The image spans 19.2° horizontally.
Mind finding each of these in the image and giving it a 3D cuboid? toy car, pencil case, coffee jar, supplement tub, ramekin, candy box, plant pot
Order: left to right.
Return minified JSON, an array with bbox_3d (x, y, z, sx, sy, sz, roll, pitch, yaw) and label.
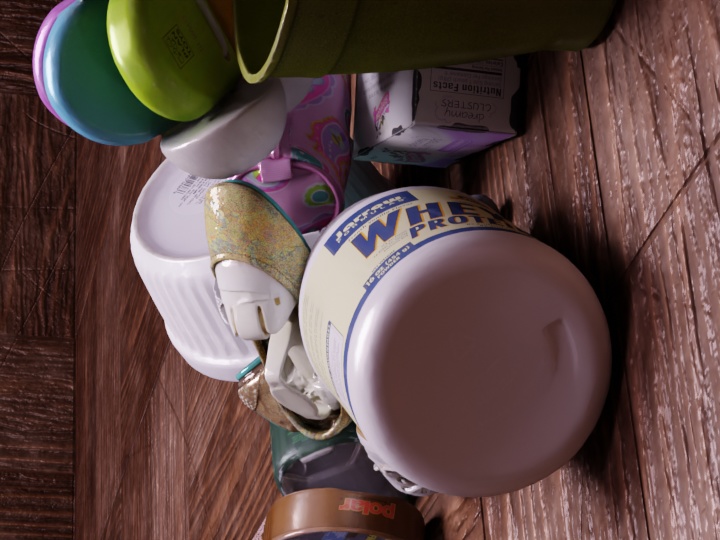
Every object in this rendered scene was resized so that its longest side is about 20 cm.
[{"bbox_3d":[-0.130,-0.143,1.312,0.175,0.150,0.200,60,-159,-18],"label":"toy car"},{"bbox_3d":[-0.071,-0.028,1.532,0.105,0.200,0.200,57,-168,-37],"label":"ramekin"},{"bbox_3d":[-0.047,-0.106,1.444,0.200,0.087,0.088,-86,10,-47],"label":"pencil case"},{"bbox_3d":[-0.023,0.088,1.547,0.200,0.085,0.104,-101,-16,-46],"label":"coffee jar"},{"bbox_3d":[0.042,-0.196,1.182,0.200,0.192,0.201,-176,90,-76],"label":"plant pot"},{"bbox_3d":[0.051,-0.176,1.390,0.168,0.071,0.201,164,110,-76],"label":"candy box"},{"bbox_3d":[0.045,0.032,1.197,0.200,0.145,0.145,-137,52,-72],"label":"supplement tub"}]

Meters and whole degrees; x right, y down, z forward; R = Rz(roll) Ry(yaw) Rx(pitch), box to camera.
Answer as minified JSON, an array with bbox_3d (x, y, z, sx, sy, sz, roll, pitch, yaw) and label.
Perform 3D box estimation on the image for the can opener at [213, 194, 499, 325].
[{"bbox_3d":[0.000,0.000,1.375,0.067,0.199,0.053,46,-143,-58],"label":"can opener"}]

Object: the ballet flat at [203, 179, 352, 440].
[{"bbox_3d":[-0.049,0.032,1.314,0.071,0.071,0.200,-101,-12,-48],"label":"ballet flat"}]

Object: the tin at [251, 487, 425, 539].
[{"bbox_3d":[-0.020,0.202,1.487,0.200,0.112,0.042,120,160,-59],"label":"tin"}]

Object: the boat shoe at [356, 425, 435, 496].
[{"bbox_3d":[0.039,0.111,1.371,0.200,0.071,0.069,-112,1,-85],"label":"boat shoe"}]

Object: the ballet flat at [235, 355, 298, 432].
[{"bbox_3d":[0.007,0.036,1.436,0.200,0.065,0.071,-41,0,10],"label":"ballet flat"}]
